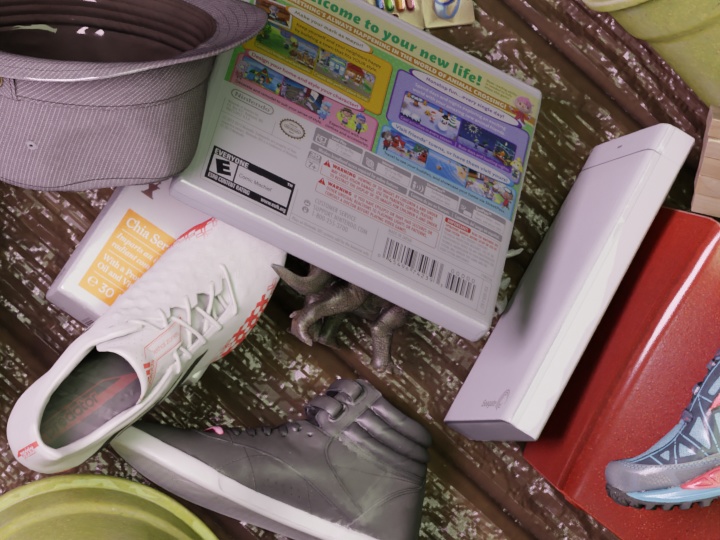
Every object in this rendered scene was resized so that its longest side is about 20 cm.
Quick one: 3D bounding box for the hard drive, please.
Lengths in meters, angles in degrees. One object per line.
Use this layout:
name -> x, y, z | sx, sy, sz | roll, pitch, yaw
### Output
hard drive -> 0.123, 0.009, 1.481 | 0.027, 0.132, 0.200 | 31, 79, -10

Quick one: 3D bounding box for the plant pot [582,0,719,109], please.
plant pot -> 0.267, -0.153, 1.512 | 0.200, 0.200, 0.184 | -42, 106, -13

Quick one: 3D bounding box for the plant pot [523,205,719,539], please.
plant pot -> 0.210, 0.093, 1.474 | 0.200, 0.200, 0.176 | 37, 90, -8

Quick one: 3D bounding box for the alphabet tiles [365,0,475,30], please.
alphabet tiles -> -0.036, -0.223, 1.527 | 0.200, 0.008, 0.167 | -7, 88, -13

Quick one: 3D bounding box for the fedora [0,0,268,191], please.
fedora -> -0.151, -0.098, 1.338 | 0.200, 0.177, 0.090 | 9, 114, 15

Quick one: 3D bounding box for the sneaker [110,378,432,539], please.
sneaker -> -0.047, 0.101, 1.471 | 0.200, 0.071, 0.099 | 22, 77, -14

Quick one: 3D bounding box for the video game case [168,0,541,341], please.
video game case -> 0.002, -0.074, 1.428 | 0.200, 0.022, 0.182 | 25, 54, -15

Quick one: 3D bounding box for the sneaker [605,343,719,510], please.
sneaker -> 0.215, 0.061, 1.349 | 0.200, 0.079, 0.096 | -26, 92, -3

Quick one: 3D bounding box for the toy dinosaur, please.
toy dinosaur -> 0.000, 0.000, 1.462 | 0.200, 0.077, 0.102 | 23, 90, -48

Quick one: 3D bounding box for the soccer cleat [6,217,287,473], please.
soccer cleat -> -0.114, 0.039, 1.375 | 0.200, 0.085, 0.069 | -41, 96, -11

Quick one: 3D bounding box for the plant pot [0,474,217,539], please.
plant pot -> -0.143, 0.221, 1.359 | 0.200, 0.184, 0.201 | 0, 91, -12

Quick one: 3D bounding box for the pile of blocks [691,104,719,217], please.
pile of blocks -> 0.287, -0.074, 1.428 | 0.200, 0.062, 0.082 | -10, 110, 12

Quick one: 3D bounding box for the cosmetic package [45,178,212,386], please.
cosmetic package -> -0.088, -0.041, 1.467 | 0.101, 0.071, 0.200 | 34, 79, -8
